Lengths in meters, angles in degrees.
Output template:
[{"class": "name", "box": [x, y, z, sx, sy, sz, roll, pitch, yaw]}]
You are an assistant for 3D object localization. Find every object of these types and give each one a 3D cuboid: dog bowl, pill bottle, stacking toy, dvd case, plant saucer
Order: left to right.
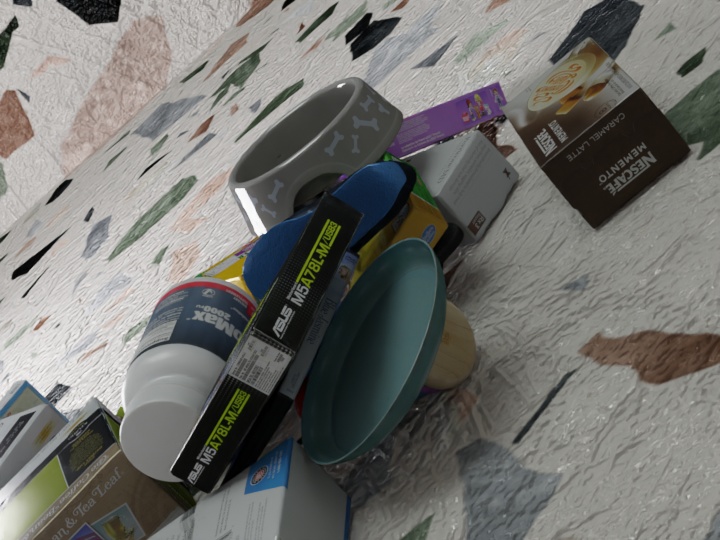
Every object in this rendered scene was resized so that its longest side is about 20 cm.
[{"class": "pill bottle", "box": [-0.160, 0.104, 1.454, 0.119, 0.120, 0.200, -35, 20, 23]}, {"class": "dvd case", "box": [-0.061, 0.088, 1.355, 0.143, 0.017, 0.200, -59, 5, 41]}, {"class": "dog bowl", "box": [-0.052, -0.122, 1.582, 0.200, 0.059, 0.200, -35, 19, 13]}, {"class": "stacking toy", "box": [0.012, 0.094, 1.375, 0.200, 0.085, 0.086, -33, 20, 46]}, {"class": "plant saucer", "box": [0.014, 0.069, 1.258, 0.200, 0.027, 0.201, -50, 25, 33]}]

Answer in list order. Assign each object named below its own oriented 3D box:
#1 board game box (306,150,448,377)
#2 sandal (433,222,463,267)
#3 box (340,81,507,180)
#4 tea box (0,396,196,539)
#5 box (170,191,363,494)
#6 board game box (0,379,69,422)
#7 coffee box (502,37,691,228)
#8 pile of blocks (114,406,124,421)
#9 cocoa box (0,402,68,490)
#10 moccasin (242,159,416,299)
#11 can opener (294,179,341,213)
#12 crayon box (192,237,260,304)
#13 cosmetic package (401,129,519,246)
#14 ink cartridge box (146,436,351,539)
[{"class": "board game box", "box": [0.000, 0.000, 1.492, 0.201, 0.040, 0.153, -57, 22, 15]}, {"class": "sandal", "box": [0.042, 0.034, 1.483, 0.200, 0.045, 0.075, -53, 13, 22]}, {"class": "box", "box": [0.053, -0.151, 1.722, 0.199, 0.039, 0.137, -25, 5, -37]}, {"class": "tea box", "box": [-0.270, 0.257, 1.490, 0.200, 0.134, 0.197, -45, 18, -4]}, {"class": "box", "box": [-0.079, 0.061, 1.300, 0.200, 0.047, 0.194, -58, 7, 41]}, {"class": "board game box", "box": [-0.409, 0.246, 1.787, 0.200, 0.135, 0.034, -53, 21, -26]}, {"class": "coffee box", "box": [0.212, -0.131, 1.421, 0.114, 0.080, 0.200, -40, 19, 11]}, {"class": "pile of blocks", "box": [-0.216, 0.142, 1.718, 0.082, 0.062, 0.201, 91, -156, -53]}, {"class": "cocoa box", "box": [-0.380, 0.270, 1.683, 0.133, 0.131, 0.200, -20, 29, 49]}, {"class": "moccasin", "box": [-0.021, -0.031, 1.431, 0.199, 0.081, 0.068, -30, -5, 29]}, {"class": "can opener", "box": [-0.061, -0.037, 1.596, 0.067, 0.052, 0.200, -61, 0, 38]}, {"class": "crayon box", "box": [-0.091, -0.010, 1.726, 0.200, 0.059, 0.172, -35, 11, -33]}, {"class": "cosmetic package", "box": [0.061, -0.069, 1.605, 0.200, 0.074, 0.102, -19, 31, 52]}, {"class": "ink cartridge box", "box": [-0.110, 0.252, 1.256, 0.200, 0.084, 0.145, -37, 20, 18]}]
